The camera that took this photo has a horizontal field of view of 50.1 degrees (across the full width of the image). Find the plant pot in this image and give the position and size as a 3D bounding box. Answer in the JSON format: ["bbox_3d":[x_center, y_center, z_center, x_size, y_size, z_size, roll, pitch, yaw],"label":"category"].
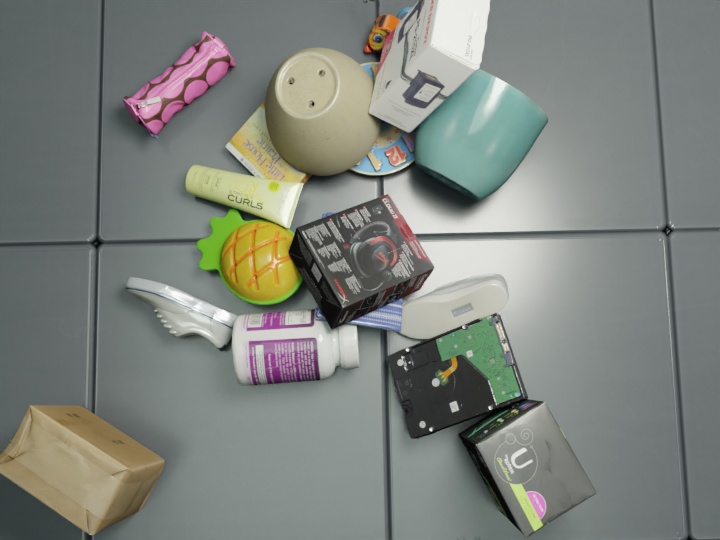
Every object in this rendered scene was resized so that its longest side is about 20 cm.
[{"bbox_3d":[0.176,-0.214,1.239,0.198,0.201,0.163,29,93,4],"label":"plant pot"}]

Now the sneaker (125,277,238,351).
[{"bbox_3d":[-0.299,0.071,1.258,0.196,0.073,0.072,22,80,2],"label":"sneaker"}]

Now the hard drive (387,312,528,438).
[{"bbox_3d":[0.151,0.168,1.221,0.197,0.038,0.143,-25,71,20],"label":"hard drive"}]

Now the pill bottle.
[{"bbox_3d":[-0.101,0.121,1.233,0.195,0.112,0.115,-4,83,0],"label":"pill bottle"}]

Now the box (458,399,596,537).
[{"bbox_3d":[0.244,0.289,1.167,0.123,0.200,0.151,-29,84,-4],"label":"box"}]

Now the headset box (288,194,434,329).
[{"bbox_3d":[0.009,-0.020,1.203,0.197,0.075,0.150,-23,70,-28],"label":"headset box"}]

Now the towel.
[{"bbox_3d":[0.000,0.000,1.250,0.141,0.024,0.204,9,59,-10],"label":"towel"}]

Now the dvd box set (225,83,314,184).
[{"bbox_3d":[-0.114,-0.235,1.303,0.146,0.029,0.200,43,92,11],"label":"dvd box set"}]

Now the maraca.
[{"bbox_3d":[-0.178,-0.023,1.257,0.197,0.107,0.139,26,75,18],"label":"maraca"}]

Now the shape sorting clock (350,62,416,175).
[{"bbox_3d":[0.027,-0.261,1.318,0.195,0.039,0.205,0,83,0],"label":"shape sorting clock"}]

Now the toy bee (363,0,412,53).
[{"bbox_3d":[0.061,-0.403,1.318,0.201,0.108,0.131,49,53,-7],"label":"toy bee"}]

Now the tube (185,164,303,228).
[{"bbox_3d":[-0.193,-0.130,1.272,0.196,0.052,0.059,16,121,16],"label":"tube"}]

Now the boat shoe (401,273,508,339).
[{"bbox_3d":[0.147,0.051,1.261,0.197,0.069,0.073,-25,105,22],"label":"boat shoe"}]

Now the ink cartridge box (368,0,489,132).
[{"bbox_3d":[0.101,-0.325,1.153,0.083,0.199,0.148,20,65,-20],"label":"ink cartridge box"}]

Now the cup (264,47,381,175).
[{"bbox_3d":[-0.070,-0.266,1.211,0.195,0.143,0.206,-1,84,9],"label":"cup"}]

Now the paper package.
[{"bbox_3d":[-0.418,0.293,1.167,0.188,0.200,0.105,30,83,5],"label":"paper package"}]

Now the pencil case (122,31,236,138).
[{"bbox_3d":[-0.303,-0.318,1.298,0.200,0.094,0.091,-43,84,-6],"label":"pencil case"}]
